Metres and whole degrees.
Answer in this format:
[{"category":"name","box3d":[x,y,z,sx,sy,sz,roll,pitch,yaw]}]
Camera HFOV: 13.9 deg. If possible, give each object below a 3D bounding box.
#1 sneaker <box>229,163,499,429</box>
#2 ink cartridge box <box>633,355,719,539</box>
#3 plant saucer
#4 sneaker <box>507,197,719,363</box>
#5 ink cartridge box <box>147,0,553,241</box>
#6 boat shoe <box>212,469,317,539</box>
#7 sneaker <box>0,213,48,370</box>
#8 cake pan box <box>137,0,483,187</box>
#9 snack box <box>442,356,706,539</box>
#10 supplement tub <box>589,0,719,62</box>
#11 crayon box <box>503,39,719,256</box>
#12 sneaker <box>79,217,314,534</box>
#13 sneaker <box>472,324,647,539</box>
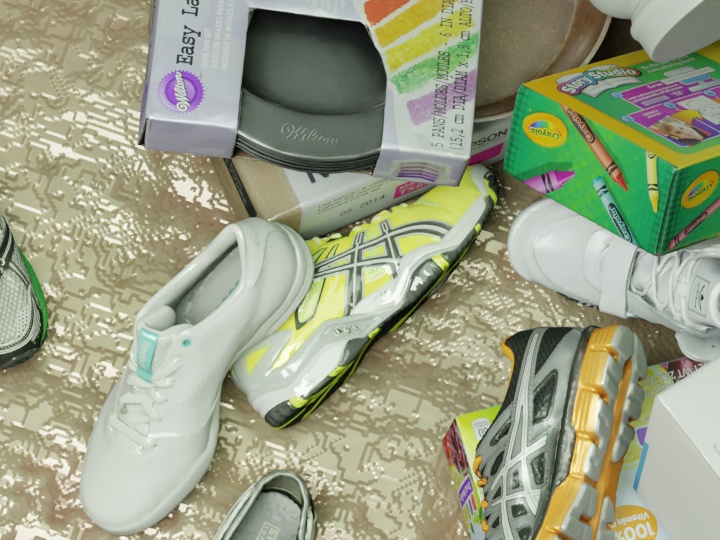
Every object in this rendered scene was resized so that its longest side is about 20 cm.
[{"category":"sneaker","box3d":[0.000,0.000,1.710,0.076,0.075,0.200,45,72,8]},{"category":"ink cartridge box","box3d":[0.268,0.090,1.604,0.200,0.129,0.125,-31,67,-16]},{"category":"plant saucer","box3d":[0.048,-0.172,1.715,0.200,0.034,0.201,3,70,-7]},{"category":"sneaker","box3d":[0.176,0.001,1.689,0.200,0.115,0.075,12,101,10]},{"category":"ink cartridge box","box3d":[-0.003,-0.122,1.748,0.200,0.075,0.165,-23,75,-14]},{"category":"boat shoe","box3d":[-0.078,0.203,1.641,0.071,0.064,0.200,20,71,0]},{"category":"sneaker","box3d":[-0.244,-0.031,1.688,0.078,0.085,0.200,-29,78,-14]},{"category":"cake pan box","box3d":[-0.024,-0.147,1.652,0.184,0.052,0.200,8,70,-3]},{"category":"snack box","box3d":[0.155,0.162,1.678,0.168,0.068,0.200,-14,76,-10]},{"category":"supplement tub","box3d":[0.161,-0.233,1.659,0.145,0.145,0.200,-29,79,-14]},{"category":"crayon box","box3d":[0.193,-0.078,1.693,0.200,0.058,0.119,-18,38,-42]},{"category":"sneaker","box3d":[-0.108,0.054,1.646,0.075,0.088,0.200,33,96,22]},{"category":"sneaker","box3d":[0.096,0.123,1.620,0.077,0.078,0.200,10,75,28]}]
